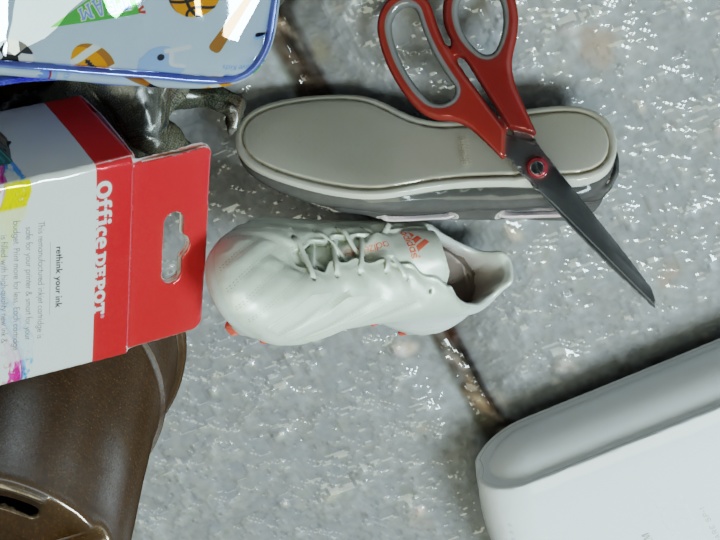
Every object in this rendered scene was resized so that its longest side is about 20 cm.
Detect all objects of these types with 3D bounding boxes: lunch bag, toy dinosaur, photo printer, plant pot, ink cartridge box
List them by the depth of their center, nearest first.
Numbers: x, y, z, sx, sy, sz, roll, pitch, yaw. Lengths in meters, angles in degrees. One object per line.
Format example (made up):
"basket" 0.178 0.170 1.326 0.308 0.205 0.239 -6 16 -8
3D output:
"lunch bag" -0.131 -0.161 1.015 0.199 0.076 0.161 4 112 -21
"ink cartridge box" -0.176 -0.010 1.056 0.199 0.067 0.117 -14 129 -28
"toy dinosaur" -0.122 -0.079 1.111 0.200 0.077 0.102 -33 128 24
"plant pot" -0.195 0.100 1.164 0.199 0.199 0.201 -1 127 -2
"photo printer" 0.175 0.136 1.282 0.199 0.070 0.167 -23 124 14

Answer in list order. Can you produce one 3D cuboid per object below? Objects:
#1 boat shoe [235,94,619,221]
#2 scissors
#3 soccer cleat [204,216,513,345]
"boat shoe" 0.035 -0.050 1.143 0.199 0.067 0.057 1 147 1
"scissors" 0.076 -0.058 1.105 0.073 0.014 0.201 -26 86 4
"soccer cleat" 0.000 0.000 1.133 0.077 0.070 0.200 -24 164 35
